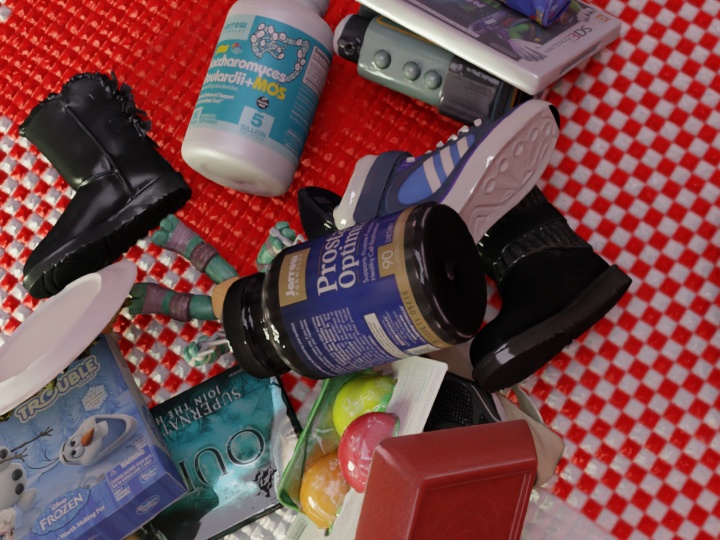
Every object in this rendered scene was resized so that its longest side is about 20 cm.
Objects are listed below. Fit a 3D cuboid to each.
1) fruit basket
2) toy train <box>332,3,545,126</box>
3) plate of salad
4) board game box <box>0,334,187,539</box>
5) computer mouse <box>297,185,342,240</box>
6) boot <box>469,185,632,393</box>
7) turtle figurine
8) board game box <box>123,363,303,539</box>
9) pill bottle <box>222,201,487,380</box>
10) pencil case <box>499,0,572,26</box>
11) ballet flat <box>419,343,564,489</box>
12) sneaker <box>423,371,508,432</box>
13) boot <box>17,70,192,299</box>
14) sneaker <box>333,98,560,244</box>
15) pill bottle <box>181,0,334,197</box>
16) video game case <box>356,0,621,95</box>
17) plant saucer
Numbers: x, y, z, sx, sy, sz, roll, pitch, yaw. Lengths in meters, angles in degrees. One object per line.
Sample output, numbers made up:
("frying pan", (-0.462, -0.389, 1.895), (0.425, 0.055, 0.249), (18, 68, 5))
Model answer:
("fruit basket", (0.007, 0.155, 1.151), (0.093, 0.200, 0.187), (27, 83, -21))
("toy train", (0.071, -0.193, 1.289), (0.198, 0.114, 0.086), (25, 118, 16))
("plate of salad", (-0.271, 0.068, 1.260), (0.200, 0.200, 0.048), (-41, 111, -2))
("board game box", (-0.276, 0.177, 1.259), (0.199, 0.044, 0.200), (-36, 48, 0))
("computer mouse", (0.000, 0.000, 1.253), (0.199, 0.140, 0.046), (38, 111, 15))
("boot", (0.124, 0.005, 1.214), (0.158, 0.080, 0.210), (46, 43, 15))
("turtle figurine", (-0.114, 0.029, 1.278), (0.198, 0.101, 0.151), (21, 70, 29))
("board game box", (-0.146, 0.178, 1.279), (0.198, 0.028, 0.137), (-27, 71, 2))
("pill bottle", (-0.008, 0.024, 1.118), (0.198, 0.111, 0.114), (-17, 71, 28))
("pencil case", (0.109, -0.293, 1.264), (0.199, 0.087, 0.078), (32, 67, 19))
("ballet flat", (0.102, 0.108, 1.240), (0.069, 0.070, 0.200), (-45, 74, -4))
("sneaker", (0.075, 0.188, 1.168), (0.079, 0.086, 0.204), (3, 94, 26))
("boot", (-0.275, -0.089, 1.354), (0.197, 0.073, 0.163), (-36, 74, -8))
("sneaker", (0.062, -0.091, 1.217), (0.146, 0.081, 0.201), (32, 77, 37))
("pill bottle", (-0.089, -0.181, 1.325), (0.109, 0.111, 0.203), (14, 77, 14))
("video game case", (0.118, -0.239, 1.282), (0.199, 0.024, 0.181), (31, 38, 20))
("plant saucer", (0.066, 0.224, 1.096), (0.036, 0.198, 0.203), (22, 104, 39))
